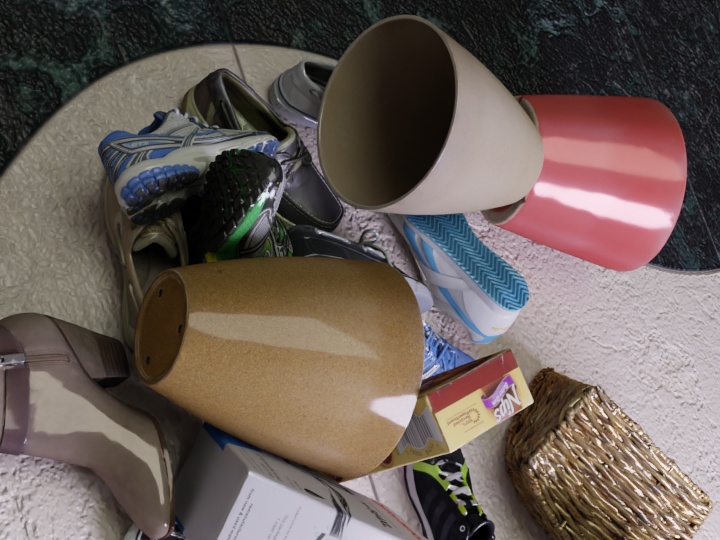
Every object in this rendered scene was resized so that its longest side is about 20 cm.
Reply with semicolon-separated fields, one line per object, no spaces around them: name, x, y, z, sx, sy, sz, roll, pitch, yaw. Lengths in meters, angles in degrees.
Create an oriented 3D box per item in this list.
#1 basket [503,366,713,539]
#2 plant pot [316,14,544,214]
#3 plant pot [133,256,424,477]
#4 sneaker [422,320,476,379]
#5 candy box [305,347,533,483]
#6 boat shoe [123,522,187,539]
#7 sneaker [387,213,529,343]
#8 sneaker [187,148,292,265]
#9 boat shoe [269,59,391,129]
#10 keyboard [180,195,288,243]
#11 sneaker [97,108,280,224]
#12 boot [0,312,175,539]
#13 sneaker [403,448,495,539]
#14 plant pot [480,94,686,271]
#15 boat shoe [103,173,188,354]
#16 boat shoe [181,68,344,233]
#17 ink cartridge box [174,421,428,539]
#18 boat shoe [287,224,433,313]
basket;0.239;0.222;1.320;0.200;0.149;0.143;44;83;-12
plant pot;0.089;-0.131;1.256;0.198;0.186;0.190;15;60;-44
plant pot;-0.080;0.065;1.039;0.198;0.186;0.189;14;61;-33
sneaker;0.052;0.088;1.232;0.198;0.077;0.077;17;58;-32
candy box;0.043;0.135;1.121;0.116;0.199;0.057;-23;86;-41
boat shoe;-0.105;0.266;1.039;0.199;0.063;0.071;38;51;-16
sneaker;0.086;-0.012;1.309;0.076;0.081;0.201;-21;63;-39
sneaker;-0.096;-0.041;1.085;0.084;0.200;0.079;-2;65;-19
boat shoe;0.003;-0.170;1.321;0.198;0.067;0.075;8;65;-34
keyboard;-0.123;-0.032;1.194;0.103;0.040;0.202;-33;92;-18
sneaker;-0.150;-0.109;1.113;0.085;0.077;0.199;50;34;15
boot;-0.237;0.126;0.994;0.145;0.070;0.202;1;55;-44
sneaker;0.100;0.236;1.195;0.071;0.083;0.203;1;69;-36
plant pot;0.234;-0.109;1.400;0.175;0.200;0.204;7;64;-23
boat shoe;-0.183;-0.025;1.109;0.071;0.065;0.203;1;70;-25
boat shoe;-0.087;-0.113;1.227;0.201;0.066;0.072;45;49;-11
ink cartridge box;-0.046;0.217;1.041;0.198;0.146;0.085;28;88;-24
boat shoe;-0.002;0.001;1.222;0.198;0.073;0.069;14;55;-45
